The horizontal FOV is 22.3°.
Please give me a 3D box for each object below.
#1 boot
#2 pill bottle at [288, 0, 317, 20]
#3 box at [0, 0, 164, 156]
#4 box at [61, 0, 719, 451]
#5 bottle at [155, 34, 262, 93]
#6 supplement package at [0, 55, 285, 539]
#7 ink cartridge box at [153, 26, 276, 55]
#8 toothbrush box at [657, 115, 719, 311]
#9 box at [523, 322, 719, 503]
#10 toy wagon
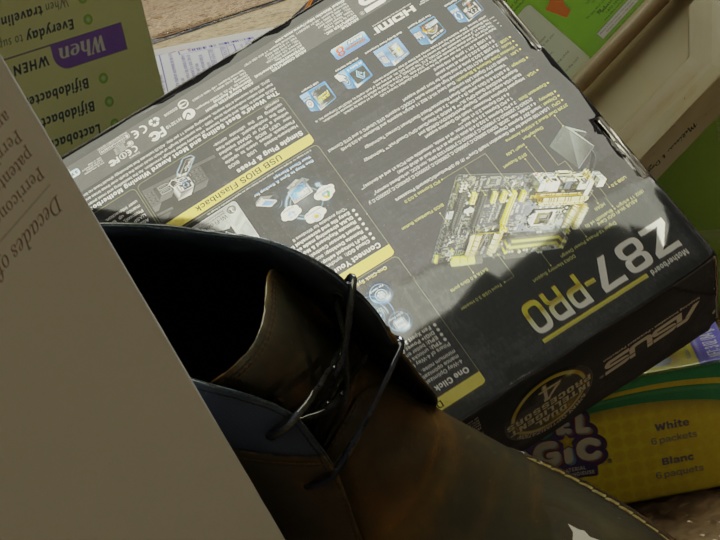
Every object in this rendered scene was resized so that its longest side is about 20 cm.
[{"bbox_3d":[-0.005,0.050,0.470,0.198,0.097,0.075,17,64,15],"label":"boot"},{"bbox_3d":[0.034,-0.143,1.044,0.106,0.107,0.200,-27,-6,-41],"label":"pill bottle"},{"bbox_3d":[-0.160,-0.008,0.697,0.175,0.202,0.096,-24,19,-34],"label":"box"},{"bbox_3d":[-0.012,0.001,0.580,0.199,0.049,0.162,-32,58,-8],"label":"box"},{"bbox_3d":[-0.109,-0.057,0.821,0.198,0.066,0.084,-12,28,-6],"label":"bottle"},{"bbox_3d":[-0.113,0.051,0.414,0.116,0.201,0.118,-1,39,38],"label":"supplement package"},{"bbox_3d":[-0.075,-0.063,0.944,0.116,0.068,0.201,-8,37,17],"label":"ink cartridge box"},{"bbox_3d":[0.157,-0.066,0.743,0.198,0.147,0.086,-6,17,26],"label":"toothbrush box"},{"bbox_3d":[0.027,0.050,0.636,0.198,0.049,0.117,-13,15,5],"label":"box"},{"bbox_3d":[0.055,-0.111,0.701,0.155,0.040,0.200,-46,59,6],"label":"toy wagon"}]
